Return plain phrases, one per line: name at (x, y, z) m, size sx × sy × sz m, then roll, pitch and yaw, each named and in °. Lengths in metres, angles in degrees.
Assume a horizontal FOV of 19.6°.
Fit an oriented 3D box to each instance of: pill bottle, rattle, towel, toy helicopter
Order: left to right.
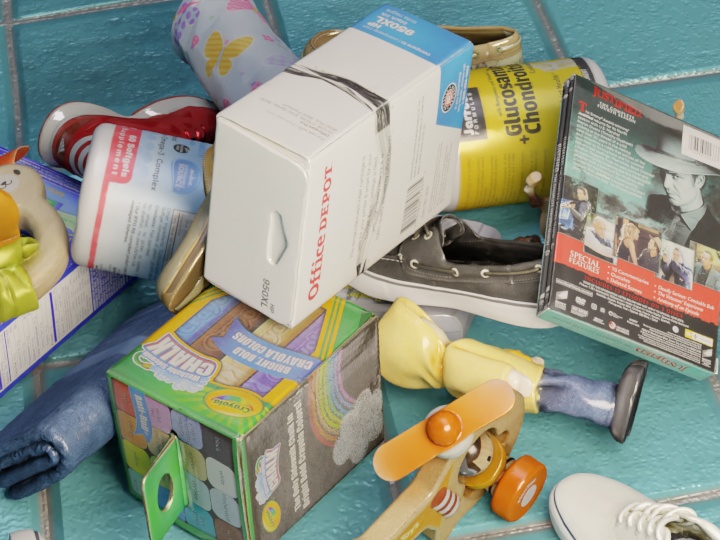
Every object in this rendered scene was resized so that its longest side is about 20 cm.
rattle at (-0.286, -0.068, 1.558) m, size 0.129 × 0.143 × 0.201 m, roll -10°, pitch 45°, yaw 17°
towel at (-0.181, 0.086, 1.512) m, size 0.111 × 0.049 × 0.200 m, roll -24°, pitch 15°, yaw 47°
pill bottle at (-0.112, -0.040, 1.573) m, size 0.198 × 0.109 × 0.109 m, roll 11°, pitch 39°, yaw -6°
toy helicopter at (0.045, 0.147, 1.387) m, size 0.079 × 0.133 × 0.200 m, roll 33°, pitch 57°, yaw 23°
pill bottle at (0.100, -0.108, 1.697) m, size 0.198 × 0.113 × 0.112 m, roll -8°, pitch 39°, yaw -9°

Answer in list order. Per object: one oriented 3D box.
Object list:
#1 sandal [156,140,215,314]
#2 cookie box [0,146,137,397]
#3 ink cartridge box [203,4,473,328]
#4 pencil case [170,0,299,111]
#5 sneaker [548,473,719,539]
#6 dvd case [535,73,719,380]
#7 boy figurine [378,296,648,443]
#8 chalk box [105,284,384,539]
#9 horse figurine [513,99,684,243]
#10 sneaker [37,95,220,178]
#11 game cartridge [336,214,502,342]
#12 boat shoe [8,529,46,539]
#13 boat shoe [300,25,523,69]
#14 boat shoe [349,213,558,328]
sandal at (-0.093, -0.061, 1.494) m, size 0.054 × 0.080 × 0.201 m, roll 29°, pitch 76°, yaw 22°
cookie box at (-0.297, 0.001, 1.638) m, size 0.170 × 0.076 × 0.200 m, roll 23°, pitch 46°, yaw 27°
ink cartridge box at (-0.015, -0.076, 1.460) m, size 0.084 × 0.145 × 0.200 m, roll 27°, pitch 42°, yaw 24°
pencil case at (-0.087, -0.161, 1.747) m, size 0.083 × 0.091 × 0.200 m, roll -48°, pitch 44°, yaw 10°
sneaker at (0.203, 0.182, 1.375) m, size 0.073 × 0.071 × 0.200 m, roll -31°, pitch 46°, yaw -29°
dvd case at (0.203, -0.033, 1.526) m, size 0.145 × 0.022 × 0.201 m, roll 20°, pitch 61°, yaw -20°
boy figurine at (0.105, 0.071, 1.508) m, size 0.198 × 0.065 × 0.124 m, roll 16°, pitch 7°, yaw 14°
chalk box at (-0.091, 0.107, 1.453) m, size 0.123 × 0.125 × 0.200 m, roll 25°, pitch 46°, yaw 30°
horse figurine at (0.196, -0.055, 1.642) m, size 0.199 × 0.133 × 0.050 m, roll -29°, pitch 60°, yaw -8°
sneaker at (-0.155, -0.086, 1.701) m, size 0.199 × 0.079 × 0.115 m, roll -9°, pitch 34°, yaw -42°
game cartridge at (0.000, 0.000, 1.645) m, size 0.198 × 0.041 × 0.134 m, roll 10°, pitch 45°, yaw 17°
boat shoe at (-0.174, 0.241, 1.342) m, size 0.065 × 0.072 × 0.200 m, roll -14°, pitch 41°, yaw -19°
boat shoe at (0.044, -0.189, 1.787) m, size 0.198 × 0.063 × 0.074 m, roll 6°, pitch 41°, yaw 13°
boat shoe at (0.069, -0.010, 1.553) m, size 0.199 × 0.067 × 0.070 m, roll 15°, pitch 30°, yaw 34°
